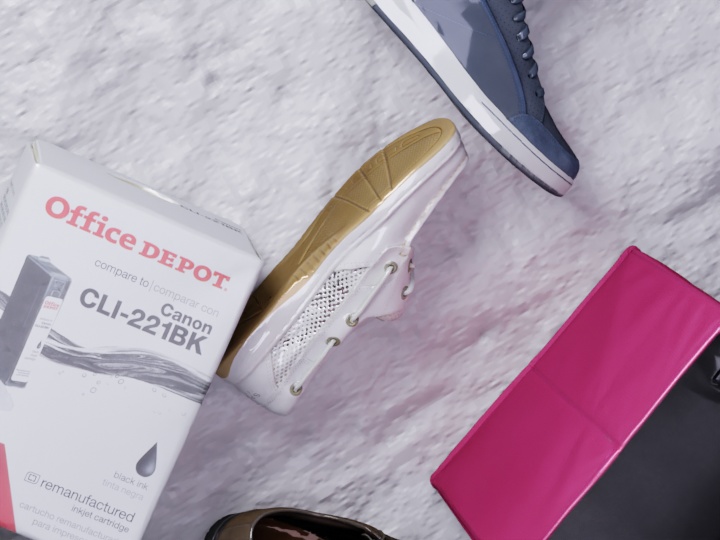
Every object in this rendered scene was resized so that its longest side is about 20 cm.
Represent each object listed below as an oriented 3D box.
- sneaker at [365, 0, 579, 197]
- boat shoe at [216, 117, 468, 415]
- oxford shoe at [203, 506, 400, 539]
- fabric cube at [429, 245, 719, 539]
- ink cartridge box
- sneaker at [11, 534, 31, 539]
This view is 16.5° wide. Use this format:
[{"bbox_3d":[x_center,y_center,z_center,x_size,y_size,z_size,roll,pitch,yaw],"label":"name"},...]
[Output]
[{"bbox_3d":[0.096,-0.154,1.422,0.146,0.077,0.203,-40,105,1],"label":"sneaker"},{"bbox_3d":[0.000,0.000,1.441,0.069,0.071,0.200,40,100,-17],"label":"boat shoe"},{"bbox_3d":[0.010,0.188,1.463,0.199,0.084,0.073,15,70,-17],"label":"oxford shoe"},{"bbox_3d":[0.187,0.135,1.437,0.196,0.199,0.200,40,91,-17],"label":"fabric cube"},{"bbox_3d":[-0.160,0.047,1.406,0.143,0.084,0.201,23,95,-14],"label":"ink cartridge box"},{"bbox_3d":[-0.216,0.258,1.443,0.120,0.084,0.202,-14,105,-18],"label":"sneaker"}]
